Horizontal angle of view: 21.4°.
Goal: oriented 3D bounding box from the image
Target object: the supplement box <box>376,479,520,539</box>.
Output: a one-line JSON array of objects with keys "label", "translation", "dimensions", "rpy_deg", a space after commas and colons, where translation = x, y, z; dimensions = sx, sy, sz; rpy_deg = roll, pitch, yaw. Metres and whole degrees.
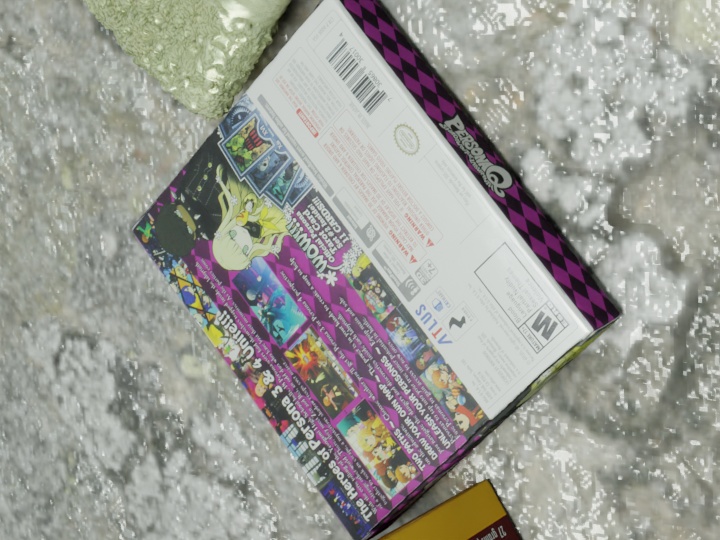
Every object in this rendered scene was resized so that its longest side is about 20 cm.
[{"label": "supplement box", "translation": [0.009, 0.243, 0.901], "dimensions": [0.197, 0.132, 0.201], "rpy_deg": [-34, 82, 35]}]

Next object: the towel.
[{"label": "towel", "translation": [-0.097, -0.183, 0.912], "dimensions": [0.200, 0.036, 0.149], "rpy_deg": [48, 119, 23]}]

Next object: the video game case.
[{"label": "video game case", "translation": [0.000, 0.000, 0.906], "dimensions": [0.200, 0.036, 0.181], "rpy_deg": [52, 124, 13]}]
